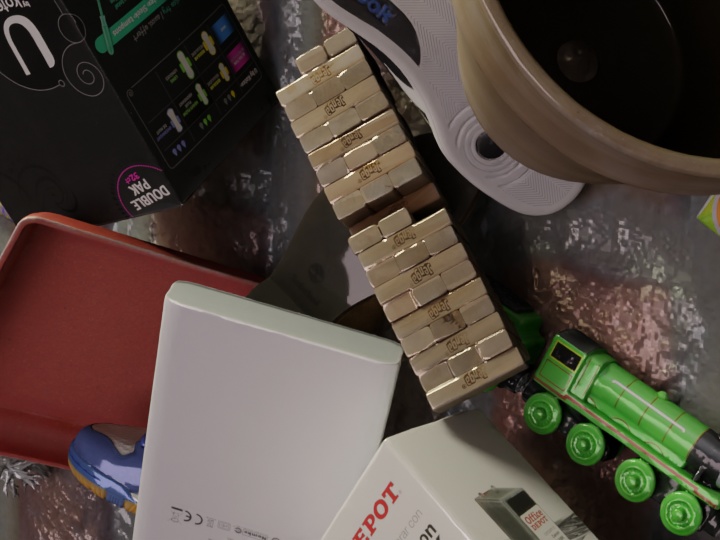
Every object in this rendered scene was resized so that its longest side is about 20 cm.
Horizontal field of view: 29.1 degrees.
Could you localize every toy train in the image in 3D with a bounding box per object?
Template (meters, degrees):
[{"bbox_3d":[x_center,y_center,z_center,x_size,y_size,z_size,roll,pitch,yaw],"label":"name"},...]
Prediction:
[{"bbox_3d":[0.118,0.067,0.740,0.199,0.042,0.057,35,108,27],"label":"toy train"}]

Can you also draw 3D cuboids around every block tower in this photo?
[{"bbox_3d":[0.022,-0.024,0.732,0.054,0.058,0.201,-29,73,9],"label":"block tower"}]

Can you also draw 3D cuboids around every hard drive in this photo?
[{"bbox_3d":[-0.058,0.112,0.789,0.131,0.027,0.202,15,120,6],"label":"hard drive"}]

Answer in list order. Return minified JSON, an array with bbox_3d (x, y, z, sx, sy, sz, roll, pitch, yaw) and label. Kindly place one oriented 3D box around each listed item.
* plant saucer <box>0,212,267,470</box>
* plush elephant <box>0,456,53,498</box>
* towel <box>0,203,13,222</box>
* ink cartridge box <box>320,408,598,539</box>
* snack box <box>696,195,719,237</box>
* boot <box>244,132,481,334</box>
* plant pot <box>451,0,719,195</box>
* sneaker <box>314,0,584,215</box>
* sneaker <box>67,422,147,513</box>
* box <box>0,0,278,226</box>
[{"bbox_3d":[-0.154,0.051,0.870,0.200,0.198,0.037,-53,34,33],"label":"plant saucer"},{"bbox_3d":[-0.274,0.071,0.969,0.200,0.165,0.155,43,141,-11],"label":"plush elephant"},{"bbox_3d":[-0.272,-0.113,1.011,0.199,0.023,0.145,26,113,31],"label":"towel"},{"bbox_3d":[0.064,0.193,0.686,0.200,0.082,0.147,46,123,27],"label":"ink cartridge box"},{"bbox_3d":[0.259,-0.062,0.595,0.142,0.053,0.201,43,122,25],"label":"snack box"},{"bbox_3d":[0.000,0.000,0.806,0.200,0.075,0.074,-45,65,15],"label":"boot"},{"bbox_3d":[0.118,-0.118,0.594,0.174,0.198,0.202,133,115,-76],"label":"plant pot"},{"bbox_3d":[0.048,-0.126,0.738,0.073,0.112,0.200,-37,110,17],"label":"sneaker"},{"bbox_3d":[-0.083,0.110,0.861,0.198,0.075,0.089,11,107,7],"label":"sneaker"},{"bbox_3d":[-0.171,-0.140,0.819,0.147,0.125,0.201,-9,121,38],"label":"box"}]
